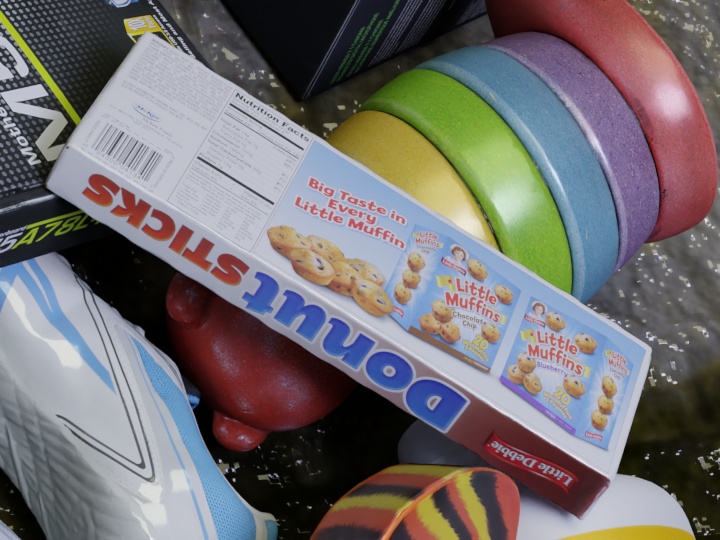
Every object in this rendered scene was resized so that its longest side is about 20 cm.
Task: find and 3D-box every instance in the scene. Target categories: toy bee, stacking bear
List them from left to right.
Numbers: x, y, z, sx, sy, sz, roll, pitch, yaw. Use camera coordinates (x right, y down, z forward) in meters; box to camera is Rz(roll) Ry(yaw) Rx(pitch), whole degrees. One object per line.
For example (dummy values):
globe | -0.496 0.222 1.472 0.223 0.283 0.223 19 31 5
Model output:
toy bee | 0.001 0.156 0.743 0.108 0.131 0.201 6 63 -41
stacking bear | 0.019 -0.014 0.890 0.200 0.122 0.114 -32 37 -22

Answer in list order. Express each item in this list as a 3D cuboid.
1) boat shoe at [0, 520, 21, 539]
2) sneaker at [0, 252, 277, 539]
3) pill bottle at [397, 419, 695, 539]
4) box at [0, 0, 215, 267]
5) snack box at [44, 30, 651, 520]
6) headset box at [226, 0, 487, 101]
boat shoe | -0.176 0.064 0.755 0.062 0.072 0.200 -52 132 -4
sneaker | -0.102 0.032 0.841 0.072 0.072 0.200 -18 68 -47
pill bottle | 0.073 0.139 0.823 0.104 0.104 0.201 -5 63 -25
box | -0.153 -0.091 0.823 0.200 0.048 0.193 52 30 13
snack box | 0.000 0.000 0.800 0.200 0.024 0.072 32 38 -5
headset box | 0.004 -0.186 0.996 0.200 0.093 0.174 -27 73 -32
